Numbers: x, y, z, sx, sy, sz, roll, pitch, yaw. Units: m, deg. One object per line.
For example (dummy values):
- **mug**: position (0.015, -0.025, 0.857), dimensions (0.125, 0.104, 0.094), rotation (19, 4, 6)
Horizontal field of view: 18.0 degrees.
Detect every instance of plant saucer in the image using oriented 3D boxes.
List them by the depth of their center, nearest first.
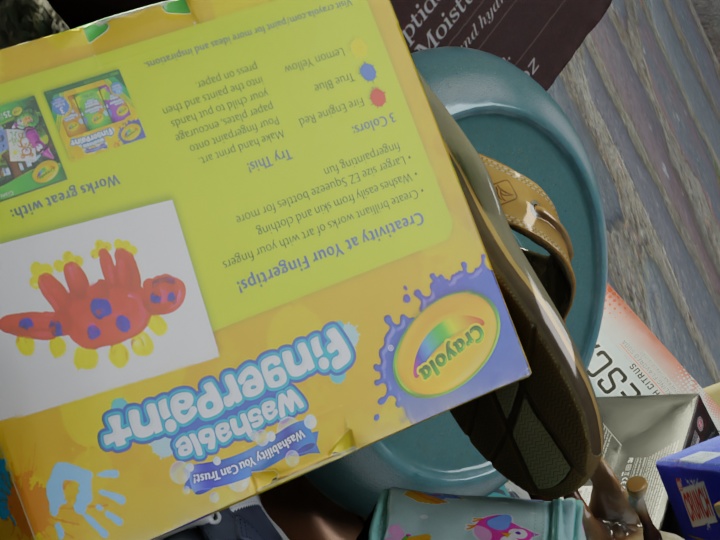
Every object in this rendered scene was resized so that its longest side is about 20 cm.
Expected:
- **plant saucer**: position (0.040, 0.009, 0.942), dimensions (0.199, 0.027, 0.201), rotation (-10, 105, -41)

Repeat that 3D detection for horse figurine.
- **horse figurine**: position (0.126, 0.128, 1.041), dimensions (0.200, 0.050, 0.133), rotation (33, -31, 51)

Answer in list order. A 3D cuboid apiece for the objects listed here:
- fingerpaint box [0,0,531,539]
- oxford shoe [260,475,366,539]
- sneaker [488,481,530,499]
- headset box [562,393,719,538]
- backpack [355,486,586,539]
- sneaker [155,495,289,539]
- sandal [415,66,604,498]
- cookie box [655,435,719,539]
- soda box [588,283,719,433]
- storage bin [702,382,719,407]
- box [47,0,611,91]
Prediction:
- **fingerpaint box**: position (-0.063, -0.003, 0.779), dimensions (0.199, 0.073, 0.168), rotation (-22, 90, -32)
- **oxford shoe**: position (-0.029, 0.120, 0.972), dimensions (0.071, 0.071, 0.201), rotation (-21, 93, -43)
- **sneaker**: position (0.028, 0.100, 1.014), dimensions (0.200, 0.078, 0.080), rotation (42, 13, 9)
- **headset box**: position (0.165, 0.186, 1.215), dimensions (0.200, 0.075, 0.149), rotation (59, 41, -37)
- **backpack**: position (0.048, 0.184, 0.854), dimensions (0.176, 0.152, 0.201), rotation (-76, 163, -61)
- **sneaker**: position (-0.076, 0.066, 0.841), dimensions (0.201, 0.070, 0.109), rotation (-103, 168, -46)
- **sandal**: position (0.045, -0.013, 0.853), dimensions (0.054, 0.080, 0.201), rotation (-21, 78, -29)
- **cookie box**: position (0.218, 0.170, 1.053), dimensions (0.171, 0.075, 0.201), rotation (132, -63, -86)
- **soda box**: position (0.161, 0.079, 1.358), dimensions (0.200, 0.063, 0.068), rotation (51, -10, 25)
- **storage bin**: position (0.220, 0.178, 1.408), dimensions (0.094, 0.199, 0.200), rotation (27, 44, -64)
- **box**: position (-0.028, -0.141, 0.971), dimensions (0.164, 0.166, 0.200), rotation (26, -17, 42)
